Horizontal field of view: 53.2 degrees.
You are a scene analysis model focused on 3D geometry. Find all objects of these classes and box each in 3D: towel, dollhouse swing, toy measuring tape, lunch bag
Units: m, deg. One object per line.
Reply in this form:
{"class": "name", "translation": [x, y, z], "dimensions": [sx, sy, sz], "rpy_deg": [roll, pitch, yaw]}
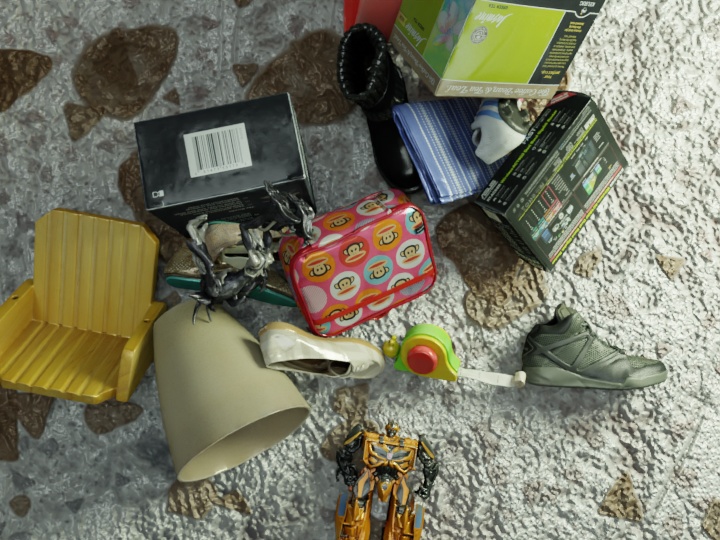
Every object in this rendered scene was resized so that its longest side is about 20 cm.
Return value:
{"class": "towel", "translation": [0.132, -0.168, 0.988], "dimensions": [0.200, 0.024, 0.145], "rpy_deg": [-18, 82, -45]}
{"class": "dollhouse swing", "translation": [-0.375, 0.041, 0.947], "dimensions": [0.199, 0.182, 0.176], "rpy_deg": [11, 122, 1]}
{"class": "toy measuring tape", "translation": [0.127, 0.114, 0.983], "dimensions": [0.199, 0.074, 0.074], "rpy_deg": [8, 84, 14]}
{"class": "lunch bag", "translation": [0.000, 0.000, 0.971], "dimensions": [0.200, 0.082, 0.176], "rpy_deg": [-24, 127, -11]}

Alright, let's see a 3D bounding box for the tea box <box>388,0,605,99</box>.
{"class": "tea box", "translation": [0.173, -0.327, 0.880], "dimensions": [0.200, 0.197, 0.134], "rpy_deg": [-6, 48, -31]}

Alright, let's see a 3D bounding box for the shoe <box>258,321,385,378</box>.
{"class": "shoe", "translation": [-0.048, 0.121, 0.957], "dimensions": [0.200, 0.070, 0.053], "rpy_deg": [19, 42, -34]}

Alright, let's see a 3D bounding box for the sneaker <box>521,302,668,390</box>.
{"class": "sneaker", "translation": [0.325, 0.106, 0.992], "dimensions": [0.199, 0.076, 0.115], "rpy_deg": [4, 91, 6]}

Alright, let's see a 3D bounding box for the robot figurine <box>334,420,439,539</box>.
{"class": "robot figurine", "translation": [0.031, 0.308, 0.981], "dimensions": [0.145, 0.058, 0.201], "rpy_deg": [8, 85, 0]}

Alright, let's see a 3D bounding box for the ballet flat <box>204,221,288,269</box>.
{"class": "ballet flat", "translation": [-0.119, -0.028, 0.986], "dimensions": [0.199, 0.068, 0.067], "rpy_deg": [-4, 51, -20]}

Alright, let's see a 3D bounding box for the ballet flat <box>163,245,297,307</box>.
{"class": "ballet flat", "translation": [-0.174, 0.002, 1.011], "dimensions": [0.199, 0.071, 0.065], "rpy_deg": [12, 68, -2]}

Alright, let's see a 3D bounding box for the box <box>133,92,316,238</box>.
{"class": "box", "translation": [-0.169, -0.131, 0.953], "dimensions": [0.196, 0.200, 0.118], "rpy_deg": [-11, 82, -1]}

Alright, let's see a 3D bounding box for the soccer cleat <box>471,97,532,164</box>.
{"class": "soccer cleat", "translation": [0.184, -0.221, 0.997], "dimensions": [0.070, 0.200, 0.086], "rpy_deg": [33, 125, -16]}

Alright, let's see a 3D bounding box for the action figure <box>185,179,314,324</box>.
{"class": "action figure", "translation": [-0.149, -0.023, 0.883], "dimensions": [0.200, 0.119, 0.102], "rpy_deg": [-41, 68, 20]}

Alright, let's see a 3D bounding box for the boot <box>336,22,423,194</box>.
{"class": "boot", "translation": [0.032, -0.214, 0.979], "dimensions": [0.079, 0.158, 0.212], "rpy_deg": [-20, 83, 10]}

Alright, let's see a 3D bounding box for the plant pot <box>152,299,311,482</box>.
{"class": "plant pot", "translation": [-0.192, 0.142, 0.952], "dimensions": [0.187, 0.187, 0.200], "rpy_deg": [-29, 70, -3]}

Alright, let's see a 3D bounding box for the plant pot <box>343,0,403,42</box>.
{"class": "plant pot", "translation": [0.078, -0.408, 0.995], "dimensions": [0.177, 0.200, 0.201], "rpy_deg": [4, 84, -9]}

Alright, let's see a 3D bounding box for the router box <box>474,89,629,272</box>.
{"class": "router box", "translation": [0.265, -0.120, 0.980], "dimensions": [0.200, 0.062, 0.150], "rpy_deg": [-52, 131, -4]}
